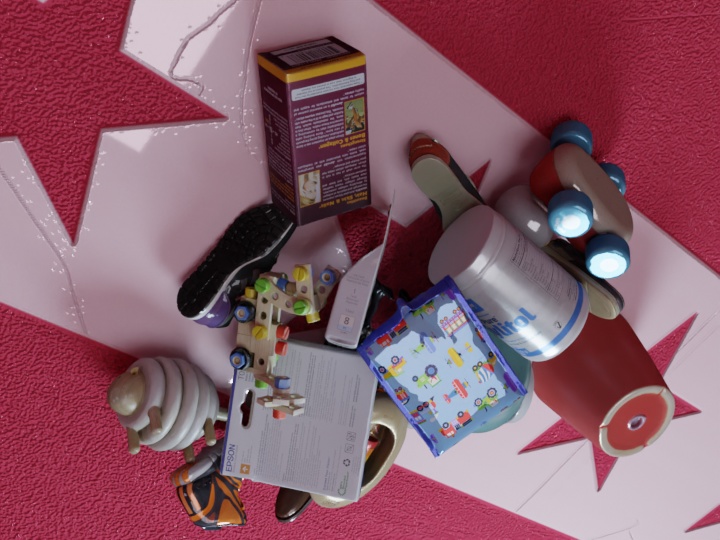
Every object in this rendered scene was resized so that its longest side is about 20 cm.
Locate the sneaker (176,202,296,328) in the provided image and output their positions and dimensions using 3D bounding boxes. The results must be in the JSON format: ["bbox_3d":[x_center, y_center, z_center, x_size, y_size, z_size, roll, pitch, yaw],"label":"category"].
[{"bbox_3d":[-0.151,-0.005,1.231,0.200,0.076,0.087,-43,144,8],"label":"sneaker"}]

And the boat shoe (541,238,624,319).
[{"bbox_3d":[0.323,0.002,1.346,0.064,0.200,0.073,-31,122,-10],"label":"boat shoe"}]

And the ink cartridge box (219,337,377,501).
[{"bbox_3d":[-0.082,0.198,1.260,0.196,0.041,0.203,10,96,4],"label":"ink cartridge box"}]

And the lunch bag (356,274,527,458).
[{"bbox_3d":[0.098,0.115,1.188,0.150,0.094,0.201,-35,120,2],"label":"lunch bag"}]

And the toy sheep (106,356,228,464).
[{"bbox_3d":[-0.257,0.185,1.252,0.199,0.138,0.138,27,107,-44],"label":"toy sheep"}]

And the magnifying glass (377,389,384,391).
[{"bbox_3d":[0.081,0.208,1.477,0.197,0.022,0.081,10,115,-27],"label":"magnifying glass"}]

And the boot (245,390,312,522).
[{"bbox_3d":[-0.120,0.241,1.348,0.201,0.063,0.188,56,48,-40],"label":"boot"}]

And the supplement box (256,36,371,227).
[{"bbox_3d":[-0.055,-0.171,1.138,0.109,0.086,0.203,-18,125,-24],"label":"supplement box"}]

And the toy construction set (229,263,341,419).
[{"bbox_3d":[-0.102,0.085,1.183,0.092,0.129,0.204,26,74,-73],"label":"toy construction set"}]

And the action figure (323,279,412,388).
[{"bbox_3d":[-0.001,0.114,1.335,0.118,0.102,0.201,29,106,-18],"label":"action figure"}]

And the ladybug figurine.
[{"bbox_3d":[-0.013,0.255,1.340,0.135,0.072,0.201,27,102,-35],"label":"ladybug figurine"}]

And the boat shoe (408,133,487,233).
[{"bbox_3d":[0.127,-0.105,1.280,0.070,0.063,0.200,-28,129,18],"label":"boat shoe"}]

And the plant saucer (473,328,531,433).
[{"bbox_3d":[0.173,0.130,1.322,0.197,0.036,0.204,5,79,-26],"label":"plant saucer"}]

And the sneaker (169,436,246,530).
[{"bbox_3d":[-0.189,0.304,1.320,0.077,0.199,0.114,-21,94,34],"label":"sneaker"}]

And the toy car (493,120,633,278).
[{"bbox_3d":[0.267,-0.073,1.319,0.199,0.186,0.177,-28,123,35],"label":"toy car"}]

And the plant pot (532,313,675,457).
[{"bbox_3d":[0.405,0.194,1.510,0.197,0.178,0.203,-11,124,-17],"label":"plant pot"}]

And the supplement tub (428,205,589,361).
[{"bbox_3d":[0.203,0.020,1.255,0.199,0.132,0.132,36,102,-22],"label":"supplement tub"}]

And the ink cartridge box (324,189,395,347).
[{"bbox_3d":[0.000,0.000,1.209,0.046,0.160,0.203,14,84,2],"label":"ink cartridge box"}]

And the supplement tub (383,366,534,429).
[{"bbox_3d":[0.149,0.169,1.405,0.197,0.145,0.147,6,118,-26],"label":"supplement tub"}]
